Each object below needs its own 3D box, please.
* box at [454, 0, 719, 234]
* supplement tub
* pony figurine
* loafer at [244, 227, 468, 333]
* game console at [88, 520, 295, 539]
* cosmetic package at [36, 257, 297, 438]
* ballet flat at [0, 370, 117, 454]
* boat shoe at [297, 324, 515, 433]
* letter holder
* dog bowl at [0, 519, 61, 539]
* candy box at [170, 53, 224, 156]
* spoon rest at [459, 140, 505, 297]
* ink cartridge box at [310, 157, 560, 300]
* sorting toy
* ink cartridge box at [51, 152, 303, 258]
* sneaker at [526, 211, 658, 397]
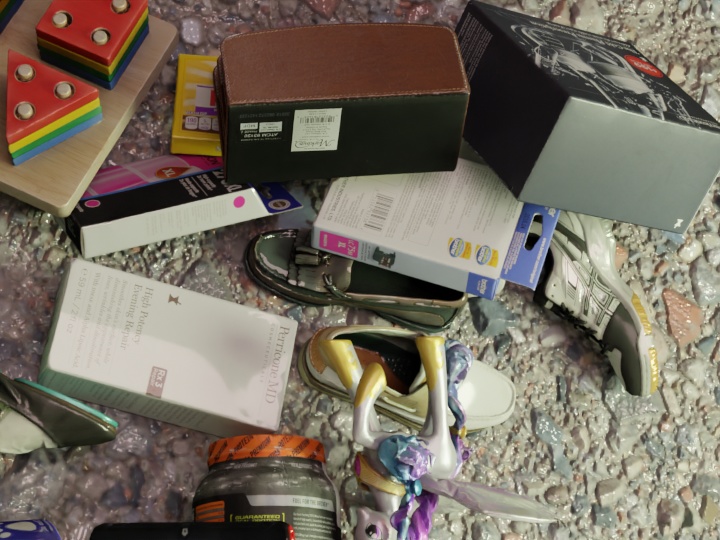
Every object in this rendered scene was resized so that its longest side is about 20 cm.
[{"bbox_3d":[0.191,-0.134,1.612,0.199,0.104,0.182,9,29,-35],"label":"box"},{"bbox_3d":[-0.075,0.239,1.472,0.122,0.123,0.201,5,72,-17],"label":"supplement tub"},{"bbox_3d":[0.052,0.156,1.493,0.192,0.166,0.201,2,83,-35],"label":"pony figurine"},{"bbox_3d":[0.000,0.000,1.606,0.199,0.063,0.072,16,69,-14],"label":"loafer"},{"bbox_3d":[-0.140,0.281,1.410,0.031,0.199,0.178,24,66,-55],"label":"game console"},{"bbox_3d":[-0.160,0.069,1.525,0.199,0.074,0.102,15,70,-13],"label":"cosmetic package"},{"bbox_3d":[-0.294,0.105,1.476,0.199,0.068,0.069,29,76,3],"label":"ballet flat"},{"bbox_3d":[0.048,0.093,1.590,0.199,0.068,0.075,12,69,-16],"label":"boat shoe"},{"bbox_3d":[-0.021,-0.163,1.553,0.199,0.101,0.143,-4,53,-8],"label":"letter holder"},{"bbox_3d":[-0.261,0.285,1.351,0.078,0.200,0.201,-4,75,-23],"label":"dog bowl"},{"bbox_3d":[-0.064,-0.141,1.611,0.199,0.026,0.103,3,50,-5],"label":"candy box"},{"bbox_3d":[0.100,-0.080,1.668,0.099,0.061,0.201,-6,76,-21],"label":"spoon rest"},{"bbox_3d":[0.068,-0.046,1.592,0.199,0.042,0.120,15,54,9],"label":"ink cartridge box"},{"bbox_3d":[-0.285,-0.175,1.524,0.199,0.070,0.199,24,64,10],"label":"sorting toy"},{"bbox_3d":[-0.158,-0.063,1.559,0.199,0.095,0.037,-12,121,-24],"label":"ink cartridge box"},{"bbox_3d":[0.204,0.030,1.673,0.087,0.076,0.201,-20,77,-8],"label":"sneaker"}]
